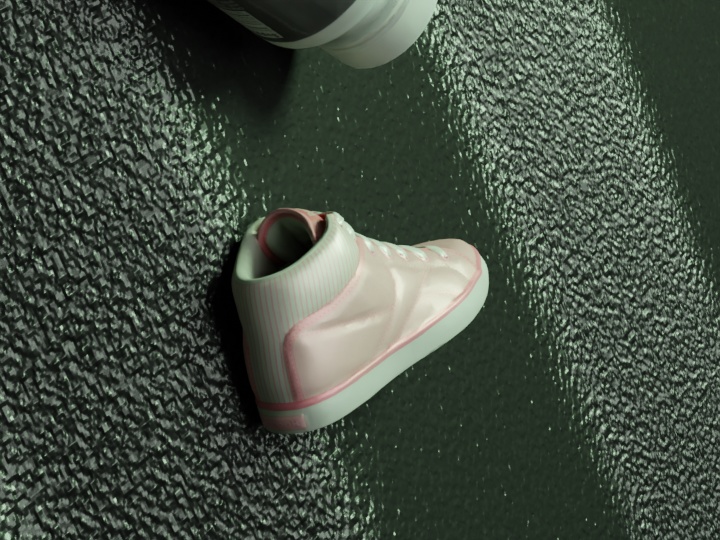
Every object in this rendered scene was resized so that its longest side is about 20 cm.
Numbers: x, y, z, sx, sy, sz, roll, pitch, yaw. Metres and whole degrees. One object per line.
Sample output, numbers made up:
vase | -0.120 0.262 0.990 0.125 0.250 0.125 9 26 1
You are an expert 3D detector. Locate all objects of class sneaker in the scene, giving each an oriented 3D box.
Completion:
sneaker | 0.000 0.000 1.165 0.200 0.075 0.105 -37 114 -48

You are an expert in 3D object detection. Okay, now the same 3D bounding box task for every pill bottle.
pill bottle | -0.047 -0.187 1.133 0.200 0.110 0.112 30 55 -45
